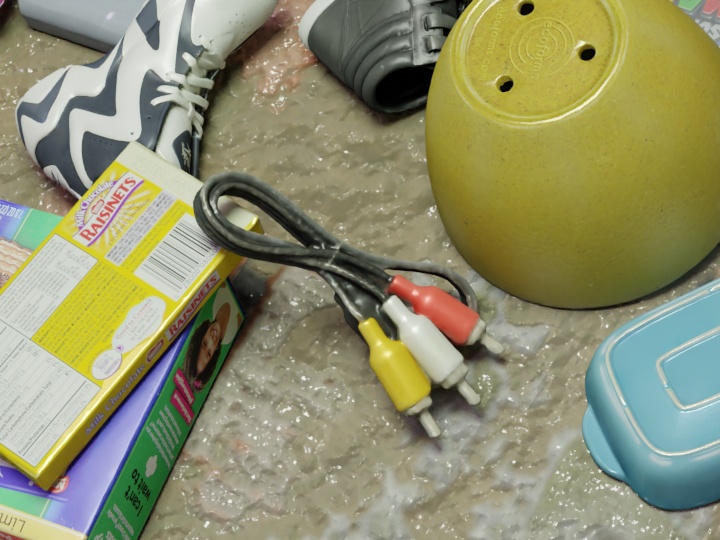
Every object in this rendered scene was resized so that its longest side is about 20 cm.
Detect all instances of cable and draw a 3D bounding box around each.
[{"bbox_3d":[0.000,0.000,1.203,0.200,0.050,0.097,45,64,-11],"label":"cable"}]

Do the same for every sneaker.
[{"bbox_3d":[0.058,-0.177,1.312,0.200,0.071,0.099,-42,58,16],"label":"sneaker"},{"bbox_3d":[-0.114,-0.105,1.331,0.199,0.080,0.130,-32,58,-4],"label":"sneaker"}]

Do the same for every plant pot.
[{"bbox_3d":[0.118,-0.096,1.206,0.199,0.142,0.201,-8,66,17],"label":"plant pot"}]

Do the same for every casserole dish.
[{"bbox_3d":[0.217,0.053,1.167,0.200,0.039,0.121,-24,57,0],"label":"casserole dish"}]

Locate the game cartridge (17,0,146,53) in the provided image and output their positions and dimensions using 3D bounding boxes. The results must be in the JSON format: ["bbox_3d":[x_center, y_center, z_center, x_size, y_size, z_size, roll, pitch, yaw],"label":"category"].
[{"bbox_3d":[-0.147,-0.241,1.447,0.133,0.042,0.200,21,68,21],"label":"game cartridge"}]

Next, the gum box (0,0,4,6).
[{"bbox_3d":[-0.274,-0.273,1.465,0.113,0.066,0.200,1,59,38],"label":"gum box"}]

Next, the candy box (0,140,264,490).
[{"bbox_3d":[-0.156,0.023,1.208,0.102,0.026,0.200,30,70,26],"label":"candy box"}]

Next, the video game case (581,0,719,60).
[{"bbox_3d":[0.200,-0.174,1.317,0.143,0.018,0.200,29,72,27],"label":"video game case"}]

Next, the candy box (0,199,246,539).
[{"bbox_3d":[-0.187,0.073,1.248,0.169,0.077,0.200,15,67,21],"label":"candy box"}]
